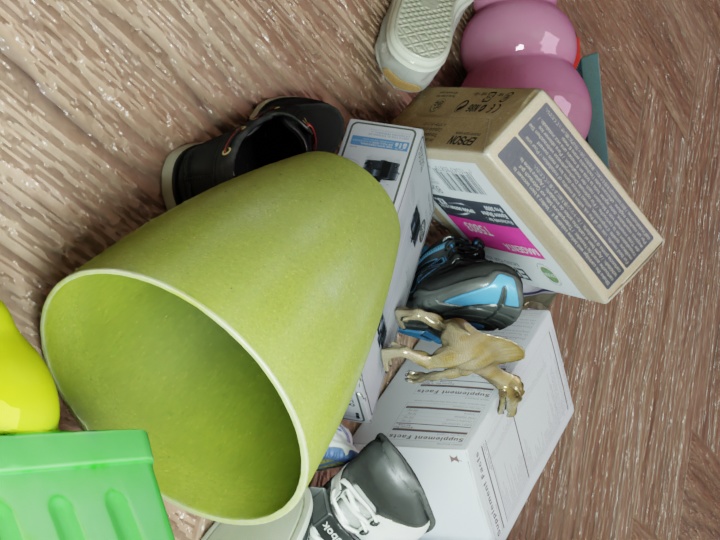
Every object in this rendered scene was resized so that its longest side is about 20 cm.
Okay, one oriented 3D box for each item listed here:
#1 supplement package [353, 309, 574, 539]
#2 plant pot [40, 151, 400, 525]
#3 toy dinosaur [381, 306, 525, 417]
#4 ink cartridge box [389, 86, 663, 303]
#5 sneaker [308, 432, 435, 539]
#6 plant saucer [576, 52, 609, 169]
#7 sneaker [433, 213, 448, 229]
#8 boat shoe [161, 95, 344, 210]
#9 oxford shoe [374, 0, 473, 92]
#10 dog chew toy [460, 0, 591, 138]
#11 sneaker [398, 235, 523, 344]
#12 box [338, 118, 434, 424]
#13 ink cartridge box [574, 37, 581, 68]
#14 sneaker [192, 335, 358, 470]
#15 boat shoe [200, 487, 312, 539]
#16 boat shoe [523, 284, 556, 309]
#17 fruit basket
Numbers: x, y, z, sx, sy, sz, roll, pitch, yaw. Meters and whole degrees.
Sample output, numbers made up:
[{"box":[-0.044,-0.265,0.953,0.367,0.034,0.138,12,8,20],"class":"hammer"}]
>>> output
[{"box":[0.090,0.132,1.309,0.200,0.109,0.114,-51,132,-48],"class":"supplement package"},{"box":[-0.061,0.019,0.954,0.200,0.186,0.188,-49,131,-41],"class":"plant pot"},{"box":[0.071,0.054,1.154,0.200,0.101,0.059,51,46,-61],"class":"toy dinosaur"},{"box":[0.121,-0.064,1.233,0.075,0.200,0.165,-47,111,-13],"class":"ink cartridge box"},{"box":[-0.006,0.182,1.100,0.088,0.074,0.200,-28,161,-21],"class":"sneaker"},{"box":[0.208,-0.118,1.437,0.201,0.019,0.070,-87,-168,-44],"class":"plant saucer"},{"box":[0.096,-0.060,1.383,0.200,0.085,0.073,35,80,-32],"class":"sneaker"},{"box":[-0.060,-0.080,1.102,0.201,0.063,0.074,-33,115,-57],"class":"boat shoe"},{"box":[0.056,-0.223,1.313,0.058,0.075,0.201,119,-7,-46],"class":"oxford shoe"},{"box":[0.144,-0.191,1.405,0.124,0.124,0.201,17,67,-59],"class":"dog chew toy"},{"box":[0.074,0.006,1.233,0.073,0.200,0.082,17,78,-17],"class":"sneaker"},{"box":[0.000,0.000,1.174,0.117,0.060,0.201,75,28,-59],"class":"box"},{"box":[0.205,-0.156,1.573,0.200,0.047,0.161,-17,104,-57],"class":"ink cartridge box"},{"box":[-0.059,0.096,1.092,0.200,0.075,0.089,32,46,-65],"class":"sneaker"},{"box":[-0.083,0.235,1.047,0.200,0.074,0.066,-63,143,-37],"class":"boat shoe"},{"box":[0.141,0.025,1.441,0.200,0.072,0.062,-1,98,-61],"class":"boat shoe"},{"box":[-0.207,0.114,0.807,0.215,0.156,0.216,38,20,-17],"class":"fruit basket"}]
